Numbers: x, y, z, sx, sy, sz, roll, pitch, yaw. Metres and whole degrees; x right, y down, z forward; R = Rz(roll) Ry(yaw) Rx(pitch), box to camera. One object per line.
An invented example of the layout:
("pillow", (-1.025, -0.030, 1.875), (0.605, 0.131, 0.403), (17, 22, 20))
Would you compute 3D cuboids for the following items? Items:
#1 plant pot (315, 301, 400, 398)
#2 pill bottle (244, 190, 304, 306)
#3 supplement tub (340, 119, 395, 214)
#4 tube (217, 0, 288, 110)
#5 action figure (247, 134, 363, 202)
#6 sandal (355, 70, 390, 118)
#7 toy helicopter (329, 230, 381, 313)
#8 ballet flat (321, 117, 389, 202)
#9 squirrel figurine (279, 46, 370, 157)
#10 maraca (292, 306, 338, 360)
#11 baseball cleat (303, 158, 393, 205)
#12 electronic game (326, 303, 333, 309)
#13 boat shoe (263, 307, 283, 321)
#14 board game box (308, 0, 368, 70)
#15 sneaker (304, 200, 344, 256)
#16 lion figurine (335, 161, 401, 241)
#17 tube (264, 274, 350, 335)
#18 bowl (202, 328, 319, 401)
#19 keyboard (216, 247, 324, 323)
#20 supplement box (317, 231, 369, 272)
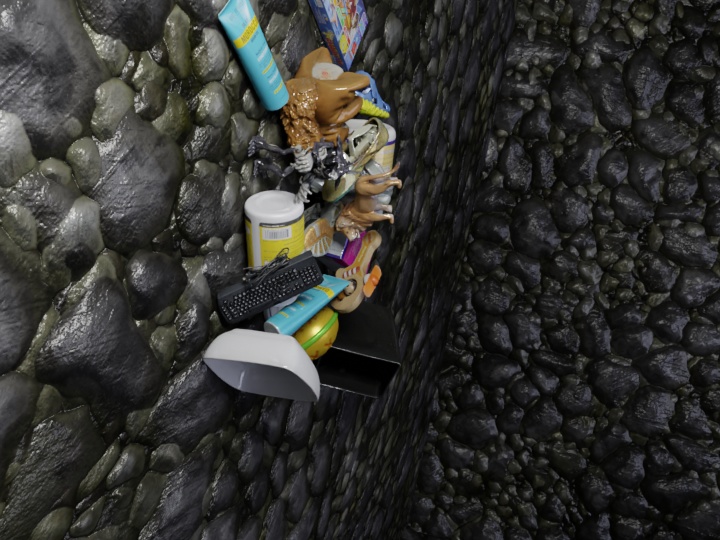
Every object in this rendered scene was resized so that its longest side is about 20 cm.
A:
("plant pot", (-0.007, 0.192, 1.577), (0.201, 0.196, 0.180), (111, -10, -51))
("pill bottle", (-0.160, -0.038, 1.146), (0.111, 0.109, 0.204), (-47, 146, -52))
("supplement tub", (0.003, -0.234, 1.397), (0.145, 0.143, 0.204), (-38, 139, -58))
("tube", (-0.174, -0.355, 0.990), (0.201, 0.049, 0.079), (65, 36, -53))
("action figure", (-0.097, -0.182, 1.076), (0.120, 0.195, 0.103), (94, 6, -50))
("sandal", (0.022, -0.411, 1.430), (0.199, 0.078, 0.089), (-10, 109, -70))
("toy helicopter", (0.000, 0.000, 1.320), (0.079, 0.131, 0.203), (40, 66, -38))
("ballet flat", (-0.018, -0.225, 1.193), (0.201, 0.070, 0.071), (-50, 152, -17))
("squirrel figurine", (-0.085, -0.295, 1.185), (0.200, 0.140, 0.189), (-42, 154, -34))
("maraca", (-0.129, 0.152, 1.318), (0.199, 0.108, 0.137), (-39, -170, -9))
("baseball cleat", (-0.022, -0.201, 1.301), (0.070, 0.196, 0.108), (-112, -143, -63))
("electronic game", (-0.107, 0.116, 1.495), (0.200, 0.041, 0.204), (18, 89, -77))
("boat shoe", (-0.160, 0.040, 1.265), (0.074, 0.066, 0.204), (-44, 143, -54))
("board game box", (-0.040, -0.529, 1.230), (0.200, 0.034, 0.138), (59, 48, -63))
("sneaker", (-0.101, -0.088, 1.294), (0.200, 0.086, 0.077), (-55, 142, -57))
("lion figurine", (0.013, -0.146, 1.242), (0.202, 0.120, 0.073), (99, -9, -47))
("tube", (-0.109, 0.070, 1.221), (0.199, 0.076, 0.051), (-41, 135, -38))
("bowl", (-0.176, 0.176, 1.145), (0.201, 0.195, 0.076), (69, 31, -57))
("keyboard", (-0.167, 0.031, 1.095), (0.040, 0.197, 0.105), (-119, -176, -53))
("supplement box", (-0.044, -0.059, 1.457), (0.200, 0.099, 0.105), (45, 62, -68))
